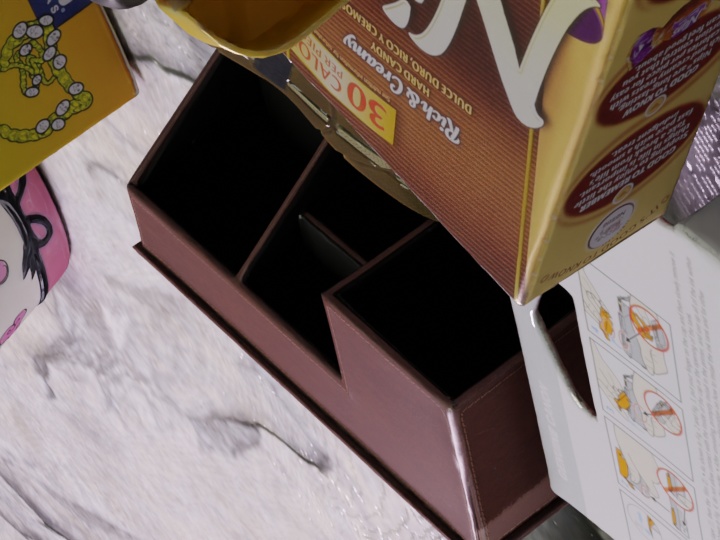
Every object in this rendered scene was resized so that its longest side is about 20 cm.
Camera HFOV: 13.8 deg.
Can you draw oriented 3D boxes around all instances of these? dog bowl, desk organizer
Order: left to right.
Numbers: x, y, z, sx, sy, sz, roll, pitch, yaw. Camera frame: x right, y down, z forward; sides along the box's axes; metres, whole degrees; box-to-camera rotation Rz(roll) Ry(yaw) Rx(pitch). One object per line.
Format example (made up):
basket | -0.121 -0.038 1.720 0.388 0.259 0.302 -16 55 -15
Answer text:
dog bowl | -0.222 -0.048 1.482 0.200 0.074 0.200 47 163 20
desk organizer | 0.000 0.000 0.988 0.200 0.072 0.077 41 156 37

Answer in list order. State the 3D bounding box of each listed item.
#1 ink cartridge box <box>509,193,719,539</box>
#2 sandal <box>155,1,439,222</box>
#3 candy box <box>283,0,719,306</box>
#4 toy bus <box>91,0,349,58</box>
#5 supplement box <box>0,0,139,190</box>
ink cartridge box | 0.111 0.043 0.819 0.173 0.043 0.201 42 159 36
sandal | -0.024 -0.092 0.918 0.200 0.054 0.080 40 169 -3
candy box | 0.036 -0.096 0.672 0.117 0.056 0.200 47 152 22
toy bus | -0.071 -0.145 0.592 0.200 0.136 0.192 46 166 -16
supplement box | -0.209 -0.074 1.176 0.109 0.200 0.110 35 155 48
